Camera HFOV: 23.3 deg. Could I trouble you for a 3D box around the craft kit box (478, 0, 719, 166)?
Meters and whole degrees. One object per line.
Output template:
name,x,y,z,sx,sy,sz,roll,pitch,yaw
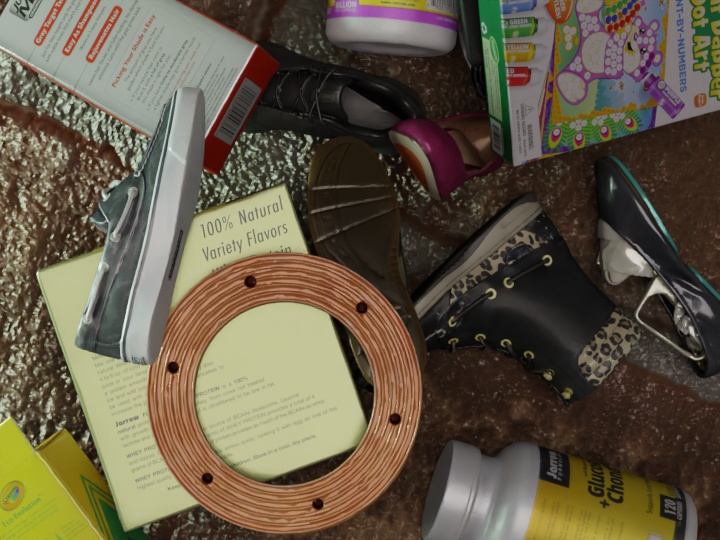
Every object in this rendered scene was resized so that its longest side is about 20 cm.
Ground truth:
craft kit box,0.183,-0.196,1.276,0.196,0.048,0.202,-17,117,-18

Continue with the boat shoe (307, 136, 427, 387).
boat shoe,0.000,0.000,1.315,0.072,0.065,0.202,-8,72,-9

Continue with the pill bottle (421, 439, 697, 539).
pill bottle,0.153,0.199,1.362,0.198,0.112,0.113,17,90,-5

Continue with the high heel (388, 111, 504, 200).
high heel,0.077,-0.102,1.307,0.096,0.200,0.068,-36,88,3

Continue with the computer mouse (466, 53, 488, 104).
computer mouse,0.182,-0.199,1.347,0.197,0.053,0.140,-3,94,-10

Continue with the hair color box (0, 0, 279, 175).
hair color box,-0.172,-0.165,1.323,0.199,0.061,0.102,31,91,16

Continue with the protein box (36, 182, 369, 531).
protein box,-0.116,0.061,1.327,0.196,0.135,0.202,-19,93,-3

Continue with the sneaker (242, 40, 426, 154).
sneaker,-0.043,-0.138,1.351,0.197,0.091,0.077,7,92,-3

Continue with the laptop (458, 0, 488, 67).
laptop,0.131,-0.286,1.307,0.185,0.116,0.202,-18,118,-14

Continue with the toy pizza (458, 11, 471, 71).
toy pizza,0.175,-0.208,1.393,0.197,0.032,0.203,0,92,-4

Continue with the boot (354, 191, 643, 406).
boot,0.110,0.059,1.372,0.204,0.073,0.154,-45,92,-5

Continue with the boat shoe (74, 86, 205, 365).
boat shoe,-0.156,-0.037,1.225,0.067,0.072,0.202,11,81,5

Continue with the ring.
ring,-0.054,0.088,1.251,0.198,0.019,0.203,0,92,0

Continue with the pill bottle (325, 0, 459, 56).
pill bottle,0.031,-0.271,1.345,0.103,0.104,0.203,5,91,-4

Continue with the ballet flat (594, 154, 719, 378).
ballet flat,0.234,0.004,1.386,0.073,0.073,0.201,-39,96,-2

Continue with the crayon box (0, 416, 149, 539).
crayon box,-0.238,0.213,1.342,0.126,0.051,0.201,-34,94,23
